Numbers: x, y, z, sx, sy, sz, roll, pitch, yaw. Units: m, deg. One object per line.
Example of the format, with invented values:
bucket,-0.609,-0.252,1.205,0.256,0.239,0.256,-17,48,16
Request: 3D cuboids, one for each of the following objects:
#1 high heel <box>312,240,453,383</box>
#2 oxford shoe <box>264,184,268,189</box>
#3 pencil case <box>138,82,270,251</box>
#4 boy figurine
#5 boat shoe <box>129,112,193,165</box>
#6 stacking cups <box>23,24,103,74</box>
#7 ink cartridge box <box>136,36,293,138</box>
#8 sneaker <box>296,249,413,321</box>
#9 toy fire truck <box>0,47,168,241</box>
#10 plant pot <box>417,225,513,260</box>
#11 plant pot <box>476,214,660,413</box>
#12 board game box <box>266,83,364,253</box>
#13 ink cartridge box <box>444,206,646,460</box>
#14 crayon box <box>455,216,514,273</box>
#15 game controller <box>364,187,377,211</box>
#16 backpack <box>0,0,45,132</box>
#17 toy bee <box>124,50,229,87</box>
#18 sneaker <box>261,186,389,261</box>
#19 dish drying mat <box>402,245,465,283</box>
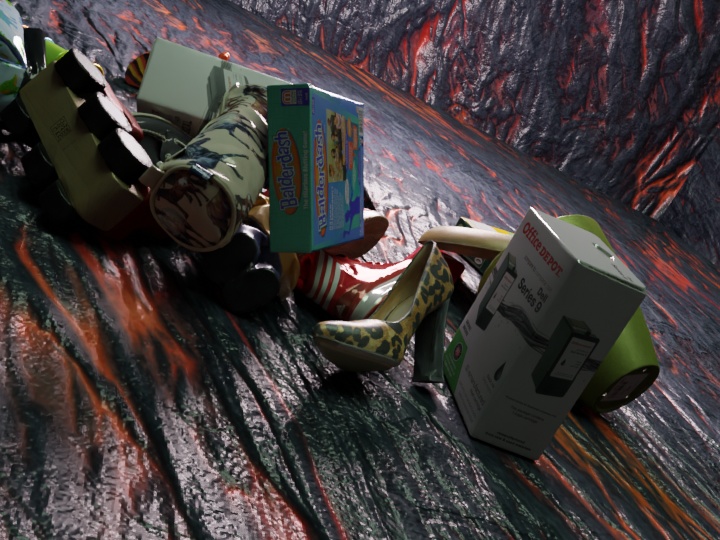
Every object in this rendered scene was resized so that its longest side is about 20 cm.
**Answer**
high heel,0.021,0.024,0.789,0.071,0.144,0.199,-7,-17,36
oxford shoe,-0.170,-0.172,1.141,0.199,0.071,0.075,29,11,-8
pencil case,-0.124,-0.104,0.774,0.090,0.077,0.201,52,30,-21
boy figurine,-0.105,-0.032,0.851,0.125,0.064,0.200,57,10,-15
boat shoe,-0.206,-0.120,0.943,0.199,0.073,0.063,16,19,-48
stacking cups,-0.422,-0.276,1.069,0.199,0.061,0.060,29,18,14
ink cartridge box,-0.165,-0.185,1.018,0.198,0.085,0.145,17,-15,-11
sneaker,0.000,0.000,0.929,0.115,0.079,0.200,34,18,11
toy fire truck,-0.221,-0.107,0.832,0.177,0.128,0.200,55,7,28
plant pot,0.179,-0.034,1.170,0.198,0.028,0.200,11,-1,0
plant pot,0.272,0.069,1.041,0.186,0.187,0.201,12,39,-43
board game box,-0.040,-0.101,0.853,0.044,0.154,0.200,1,5,14
ink cartridge box,0.172,0.058,0.834,0.083,0.201,0.146,22,19,-17
crayon box,0.254,-0.019,1.402,0.199,0.052,0.126,12,25,-41
game controller,-0.028,-0.114,1.148,0.104,0.042,0.200,32,-5,13
backpack,-0.418,-0.230,0.837,0.198,0.155,0.164,5,34,-25
toy bee,-0.249,-0.296,1.285,0.199,0.109,0.131,19,19,-30
sneaker,-0.050,-0.069,1.045,0.112,0.072,0.199,41,23,22
dish drying mat,0.097,-0.001,1.169,0.076,0.018,0.200,33,18,8
